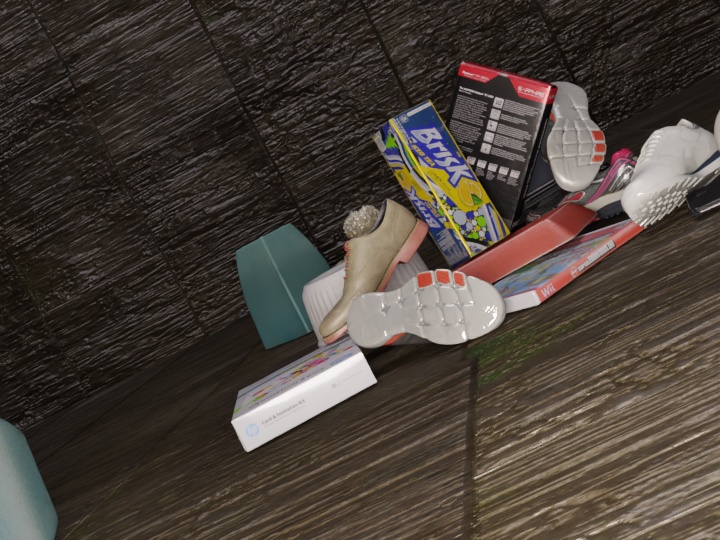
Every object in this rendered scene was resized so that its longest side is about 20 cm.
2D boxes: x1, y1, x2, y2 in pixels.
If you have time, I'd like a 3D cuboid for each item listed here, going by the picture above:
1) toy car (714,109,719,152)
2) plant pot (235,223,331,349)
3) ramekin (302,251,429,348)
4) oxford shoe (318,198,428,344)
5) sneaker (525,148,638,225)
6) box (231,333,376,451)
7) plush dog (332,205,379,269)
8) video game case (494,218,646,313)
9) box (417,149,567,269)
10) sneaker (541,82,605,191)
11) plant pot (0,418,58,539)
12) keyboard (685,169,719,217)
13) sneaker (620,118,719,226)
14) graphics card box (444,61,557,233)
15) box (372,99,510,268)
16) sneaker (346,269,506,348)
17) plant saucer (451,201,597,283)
[{"bbox_3d":[0.430,-0.195,0.928,0.175,0.150,0.200,-34,10,-22],"label":"toy car"},{"bbox_3d":[-0.144,0.022,1.888,0.141,0.200,0.141,-23,6,44],"label":"plant pot"},{"bbox_3d":[0.011,0.032,1.407,0.200,0.105,0.200,-27,4,2],"label":"ramekin"},{"bbox_3d":[0.000,0.000,1.207,0.200,0.075,0.070,-54,12,-17],"label":"oxford shoe"},{"bbox_3d":[0.311,-0.104,1.338,0.200,0.075,0.081,-25,5,43],"label":"sneaker"},{"bbox_3d":[-0.066,0.133,1.098,0.156,0.041,0.200,-28,5,-3],"label":"box"},{"bbox_3d":[0.008,0.017,1.641,0.172,0.160,0.200,-44,-19,-21],"label":"plush dog"},{"bbox_3d":[0.210,0.001,1.084,0.200,0.017,0.143,-31,5,-34],"label":"video game case"},{"bbox_3d":[0.215,-0.124,1.446,0.200,0.123,0.199,-30,-17,-31],"label":"box"},{"bbox_3d":[0.281,-0.167,1.312,0.077,0.082,0.200,7,48,0],"label":"sneaker"},{"bbox_3d":[-0.430,0.253,0.990,0.196,0.196,0.200,-26,-4,21],"label":"plant pot"},{"bbox_3d":[0.432,-0.110,0.999,0.200,0.021,0.127,-25,10,21],"label":"keyboard"},{"bbox_3d":[0.339,-0.113,1.084,0.200,0.081,0.076,-26,-20,-42],"label":"sneaker"},{"bbox_3d":[0.168,-0.159,1.264,0.125,0.201,0.051,19,18,18],"label":"graphics card box"},{"bbox_3d":[0.101,-0.109,1.228,0.070,0.200,0.064,-30,-2,-25],"label":"box"},{"bbox_3d":[0.079,0.043,1.035,0.200,0.077,0.082,-6,-9,42],"label":"sneaker"},{"bbox_3d":[0.192,-0.024,1.227,0.199,0.037,0.200,-31,0,25],"label":"plant saucer"}]
